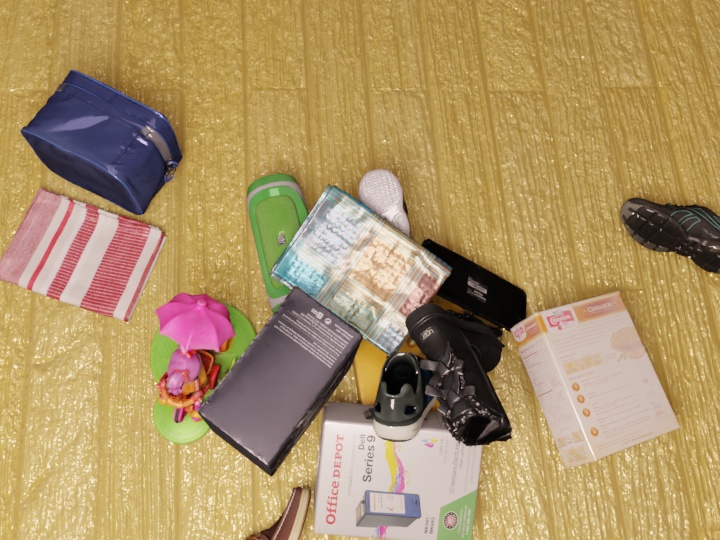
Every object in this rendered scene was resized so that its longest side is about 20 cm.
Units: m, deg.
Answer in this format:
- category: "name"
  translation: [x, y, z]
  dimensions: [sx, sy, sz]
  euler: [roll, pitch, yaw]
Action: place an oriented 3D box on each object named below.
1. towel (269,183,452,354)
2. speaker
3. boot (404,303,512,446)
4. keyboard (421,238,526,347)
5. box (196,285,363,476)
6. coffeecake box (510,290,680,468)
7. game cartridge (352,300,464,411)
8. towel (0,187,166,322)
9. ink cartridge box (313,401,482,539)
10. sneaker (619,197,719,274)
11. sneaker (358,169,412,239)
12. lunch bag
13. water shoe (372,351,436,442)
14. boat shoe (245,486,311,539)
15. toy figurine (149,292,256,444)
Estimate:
- category: "towel"
  translation: [0.000, 0.000, 0.927]
  dimensions: [0.199, 0.022, 0.147]
  euler: [34, 93, 1]
- category: "speaker"
  translation: [-0.104, -0.031, 1.003]
  dimensions: [0.088, 0.089, 0.202]
  euler: [-12, 72, -10]
- category: "boot"
  translation: [0.139, 0.136, 0.872]
  dimensions: [0.073, 0.198, 0.163]
  euler: [-40, 49, 19]
- category: "keyboard"
  translation: [0.151, 0.041, 0.999]
  dimensions: [0.199, 0.040, 0.105]
  euler: [26, 57, -24]
- category: "box"
  translation: [-0.096, 0.145, 0.881]
  dimensions: [0.104, 0.200, 0.183]
  euler: [36, 72, 7]
- category: "coffeecake box"
  translation: [0.317, 0.145, 0.971]
  dimensions: [0.152, 0.073, 0.202]
  euler: [-11, 72, -24]
- category: "game cartridge"
  translation: [0.079, 0.149, 0.989]
  dimensions: [0.175, 0.032, 0.202]
  euler: [-7, 74, -8]
- category: "towel"
  translation: [-0.394, -0.023, 1.006]
  dimensions: [0.198, 0.023, 0.145]
  euler: [18, 71, 1]
- category: "ink cartridge box"
  translation: [0.044, 0.253, 0.893]
  dimensions: [0.198, 0.088, 0.147]
  euler: [6, 95, -1]
- category: "sneaker"
  translation: [0.489, -0.065, 1.088]
  dimensions: [0.199, 0.076, 0.080]
  euler: [26, 56, -3]
- category: "sneaker"
  translation: [0.043, -0.042, 1.016]
  dimensions: [0.075, 0.114, 0.202]
  euler: [-8, 94, 6]
- category: "lunch bag"
  translation: [-0.348, -0.182, 1.005]
  dimensions: [0.199, 0.136, 0.133]
  euler: [27, 71, 4]
- category: "water shoe"
  translation: [0.061, 0.133, 0.876]
  dimensions: [0.071, 0.200, 0.080]
  euler: [5, 108, 8]
- category: "boat shoe"
  translation: [-0.124, 0.356, 0.875]
  dimensions: [0.071, 0.072, 0.201]
  euler: [24, 75, 3]
- category: "toy figurine"
  translation: [-0.214, 0.108, 0.891]
  dimensions: [0.149, 0.184, 0.202]
  euler: [17, 71, 1]
